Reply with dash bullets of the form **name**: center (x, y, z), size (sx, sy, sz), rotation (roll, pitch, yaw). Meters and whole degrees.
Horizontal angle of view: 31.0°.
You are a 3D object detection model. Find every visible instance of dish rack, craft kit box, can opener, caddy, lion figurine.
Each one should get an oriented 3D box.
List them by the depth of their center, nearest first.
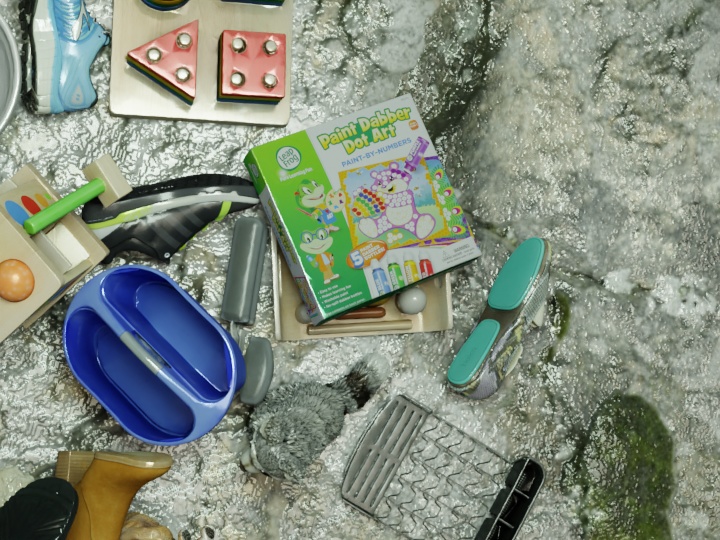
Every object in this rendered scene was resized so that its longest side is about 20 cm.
- **lion figurine**: center (-0.186, 0.332, 1.325), size (0.122, 0.072, 0.201), rotation (-32, 75, 27)
- **caddy**: center (-0.210, 0.086, 1.327), size (0.200, 0.105, 0.141), rotation (43, 92, 11)
- **craft kit box**: center (0.003, -0.068, 1.395), size (0.199, 0.049, 0.198), rotation (-22, 81, -21)
- **can opener**: center (-0.120, 0.044, 1.403), size (0.066, 0.053, 0.201), rotation (3, 83, 7)
- **dish rack**: center (0.086, 0.235, 1.433), size (0.199, 0.055, 0.154), rotation (32, 79, -8)

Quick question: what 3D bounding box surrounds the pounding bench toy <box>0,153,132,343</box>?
- **pounding bench toy**: center (-0.328, -0.032, 1.275), size (0.200, 0.156, 0.124), rotation (-40, 95, 14)

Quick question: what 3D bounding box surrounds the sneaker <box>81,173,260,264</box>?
- **sneaker**: center (-0.203, -0.051, 1.398), size (0.199, 0.072, 0.083), rotation (-10, 108, -11)

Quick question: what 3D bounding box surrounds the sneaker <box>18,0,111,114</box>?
- **sneaker**: center (-0.313, -0.264, 1.389), size (0.090, 0.078, 0.201), rotation (2, 88, -31)

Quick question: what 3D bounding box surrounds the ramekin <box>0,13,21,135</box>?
- **ramekin**: center (-0.446, -0.194, 1.326), size (0.199, 0.105, 0.201), rotation (1, 85, -13)

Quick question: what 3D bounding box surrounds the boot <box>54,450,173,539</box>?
- **boot**: center (-0.251, 0.252, 1.294), size (0.071, 0.201, 0.145), rotation (7, 79, -40)

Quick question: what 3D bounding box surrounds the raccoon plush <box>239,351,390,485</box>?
- **raccoon plush**: center (-0.048, 0.144, 1.369), size (0.097, 0.134, 0.200), rotation (42, 78, -5)

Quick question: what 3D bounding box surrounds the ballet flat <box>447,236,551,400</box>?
- **ballet flat**: center (0.168, 0.059, 1.467), size (0.072, 0.072, 0.201), rotation (33, 80, -8)

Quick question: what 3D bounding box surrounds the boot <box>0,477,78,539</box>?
- **boot**: center (-0.314, 0.319, 1.244), size (0.073, 0.163, 0.199), rotation (11, 53, 19)

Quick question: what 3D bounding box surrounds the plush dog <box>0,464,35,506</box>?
- **plush dog**: center (-0.428, 0.285, 1.282), size (0.171, 0.160, 0.201), rotation (7, 84, 12)

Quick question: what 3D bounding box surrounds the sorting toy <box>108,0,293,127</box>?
- **sorting toy**: center (-0.169, -0.266, 1.410), size (0.198, 0.070, 0.201), rotation (2, 85, -12)

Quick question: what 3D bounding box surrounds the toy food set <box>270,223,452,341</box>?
- **toy food set**: center (0.000, 0.000, 1.430), size (0.199, 0.060, 0.144), rotation (-3, 86, -13)
